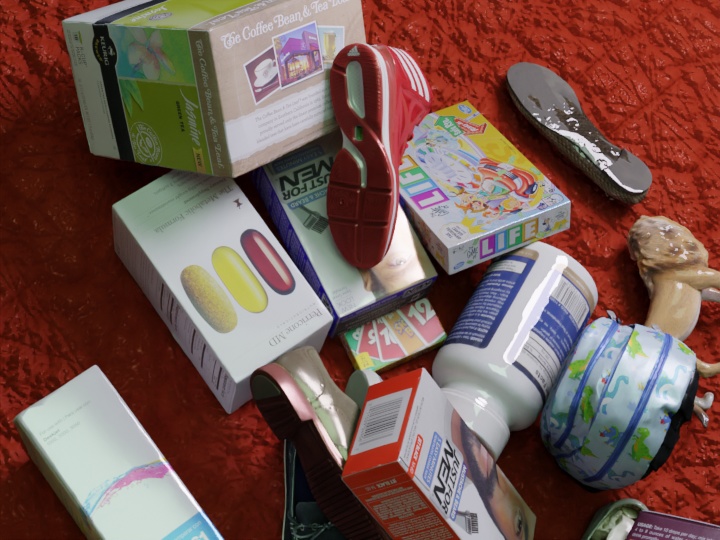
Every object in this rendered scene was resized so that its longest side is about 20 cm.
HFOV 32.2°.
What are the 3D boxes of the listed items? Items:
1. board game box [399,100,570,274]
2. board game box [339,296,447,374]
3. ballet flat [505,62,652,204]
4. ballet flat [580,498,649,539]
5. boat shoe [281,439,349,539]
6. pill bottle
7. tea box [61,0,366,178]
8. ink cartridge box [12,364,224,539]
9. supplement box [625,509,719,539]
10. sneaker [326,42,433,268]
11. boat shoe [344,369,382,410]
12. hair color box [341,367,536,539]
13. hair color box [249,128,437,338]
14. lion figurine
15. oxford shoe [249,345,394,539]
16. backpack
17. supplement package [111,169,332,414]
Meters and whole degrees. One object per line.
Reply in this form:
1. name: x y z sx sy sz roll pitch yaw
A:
1. board game box: 0.096 -0.086 1.225 0.133 0.034 0.200 -21 43 -16
2. board game box: 0.000 0.000 1.233 0.095 0.030 0.201 -22 72 -16
3. ballet flat: 0.226 -0.142 1.320 0.067 0.046 0.200 -39 75 -24
4. ballet flat: 0.204 0.292 1.132 0.067 0.064 0.201 33 68 4
5. boat shoe: -0.034 0.224 1.120 0.074 0.062 0.202 -2 71 -12
6. pill bottle: 0.135 0.079 1.172 0.110 0.111 0.201 32 64 4
7. tea box: -0.126 -0.187 1.145 0.196 0.135 0.199 11 30 39
8. ink cartridge box: -0.199 0.196 1.057 0.084 0.145 0.200 -36 79 -20
9. supplement box: 0.267 0.333 1.079 0.131 0.103 0.201 46 65 -27
10. sneaker: 0.031 -0.108 1.147 0.078 0.202 0.115 13 18 35
11. boat shoe: 0.034 0.189 1.150 0.071 0.070 0.203 1 66 -32
12. hair color box: 0.073 0.196 1.073 0.201 0.064 0.111 54 33 -27
13. hair color box: -0.021 -0.050 1.201 0.109 0.065 0.201 -23 75 -17
14. lion figurine: 0.311 0.046 1.243 0.121 0.073 0.202 15 71 5
15. oxford shoe: -0.013 0.155 1.078 0.075 0.070 0.201 -32 91 -38
16. backpack: 0.230 0.117 1.108 0.153 0.200 0.164 32 87 -6
17. supplement package: -0.130 0.011 1.159 0.113 0.110 0.201 -33 78 -19
